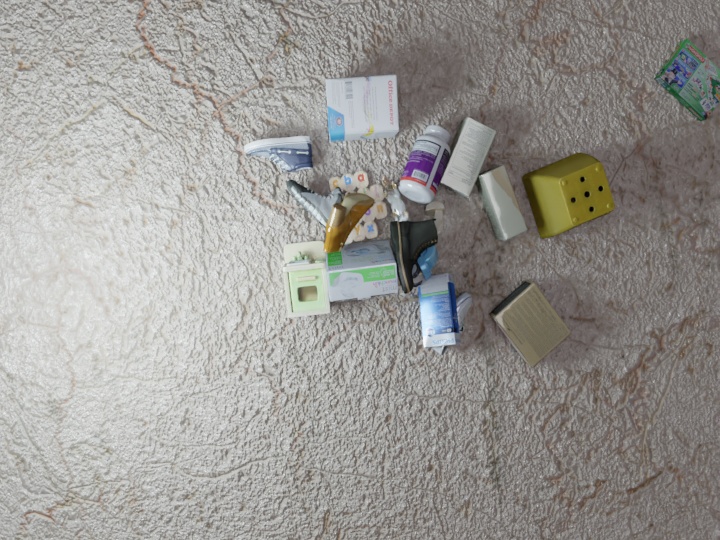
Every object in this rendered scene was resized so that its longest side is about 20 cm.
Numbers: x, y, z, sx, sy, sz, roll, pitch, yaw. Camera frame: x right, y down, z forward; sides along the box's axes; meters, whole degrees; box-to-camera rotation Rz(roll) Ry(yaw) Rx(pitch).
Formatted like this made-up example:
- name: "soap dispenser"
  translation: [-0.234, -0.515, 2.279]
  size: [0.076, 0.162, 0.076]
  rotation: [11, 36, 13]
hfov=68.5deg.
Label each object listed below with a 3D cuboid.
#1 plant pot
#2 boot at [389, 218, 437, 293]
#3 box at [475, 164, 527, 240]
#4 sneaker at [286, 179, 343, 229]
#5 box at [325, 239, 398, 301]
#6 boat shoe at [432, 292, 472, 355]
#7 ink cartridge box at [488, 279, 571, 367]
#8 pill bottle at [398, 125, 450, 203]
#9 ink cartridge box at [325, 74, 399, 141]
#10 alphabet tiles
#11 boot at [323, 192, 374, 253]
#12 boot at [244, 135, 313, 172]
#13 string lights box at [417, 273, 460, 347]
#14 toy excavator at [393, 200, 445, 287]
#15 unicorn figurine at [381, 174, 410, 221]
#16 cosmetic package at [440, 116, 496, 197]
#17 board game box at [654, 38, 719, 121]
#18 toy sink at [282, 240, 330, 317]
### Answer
- name: "plant pot"
  translation: [0.613, -0.217, 1.526]
  size: [0.195, 0.176, 0.206]
  rotation: [-21, 97, 0]
- name: "boot"
  translation: [0.161, -0.047, 1.452]
  size: [0.134, 0.078, 0.207]
  rotation: [-8, 78, -3]
- name: "box"
  translation: [0.412, -0.198, 1.560]
  size: [0.076, 0.095, 0.205]
  rotation: [-23, 98, -1]
- name: "sneaker"
  translation: [-0.115, -0.215, 1.533]
  size: [0.116, 0.075, 0.200]
  rotation: [-46, 107, -3]
- name: "box"
  translation: [0.000, 0.000, 1.510]
  size: [0.193, 0.177, 0.100]
  rotation: [-6, 114, -1]
- name: "boat shoe"
  translation: [0.286, 0.165, 1.595]
  size: [0.067, 0.073, 0.203]
  rotation: [42, 107, 35]
- name: "ink cartridge box"
  translation: [0.516, 0.161, 1.612]
  size: [0.164, 0.075, 0.201]
  rotation: [-39, 97, 3]
- name: "pill bottle"
  translation: [0.190, -0.305, 1.517]
  size: [0.110, 0.112, 0.205]
  rotation: [23, 81, -5]
- name: "ink cartridge box"
  translation: [0.004, -0.451, 1.484]
  size: [0.193, 0.146, 0.152]
  rotation: [-4, 96, -2]
- name: "alphabet tiles"
  translation: [-0.021, -0.187, 1.578]
  size: [0.193, 0.015, 0.202]
  rotation: [-13, 97, -1]
- name: "boot"
  translation: [-0.038, -0.135, 1.520]
  size: [0.070, 0.200, 0.147]
  rotation: [29, 123, 22]
- name: "boot"
  translation: [-0.234, -0.328, 1.522]
  size: [0.193, 0.073, 0.094]
  rotation: [-8, 91, -3]
- name: "string lights box"
  translation: [0.230, 0.120, 1.555]
  size: [0.100, 0.059, 0.207]
  rotation: [-9, 79, 26]
- name: "toy excavator"
  translation: [0.191, -0.081, 1.548]
  size: [0.196, 0.100, 0.198]
  rotation: [-27, 65, 3]
- name: "unicorn figurine"
  translation: [0.108, -0.170, 1.541]
  size: [0.071, 0.137, 0.207]
  rotation: [-5, 82, 7]
- name: "cosmetic package"
  translation: [0.308, -0.330, 1.550]
  size: [0.103, 0.071, 0.205]
  rotation: [24, 94, -6]
- name: "board game box"
  translation: [0.998, -0.568, 1.581]
  size: [0.198, 0.029, 0.136]
  rotation: [38, 92, -6]
- name: "toy sink"
  translation: [-0.157, 0.023, 1.544]
  size: [0.126, 0.112, 0.207]
  rotation: [-5, 96, -3]
